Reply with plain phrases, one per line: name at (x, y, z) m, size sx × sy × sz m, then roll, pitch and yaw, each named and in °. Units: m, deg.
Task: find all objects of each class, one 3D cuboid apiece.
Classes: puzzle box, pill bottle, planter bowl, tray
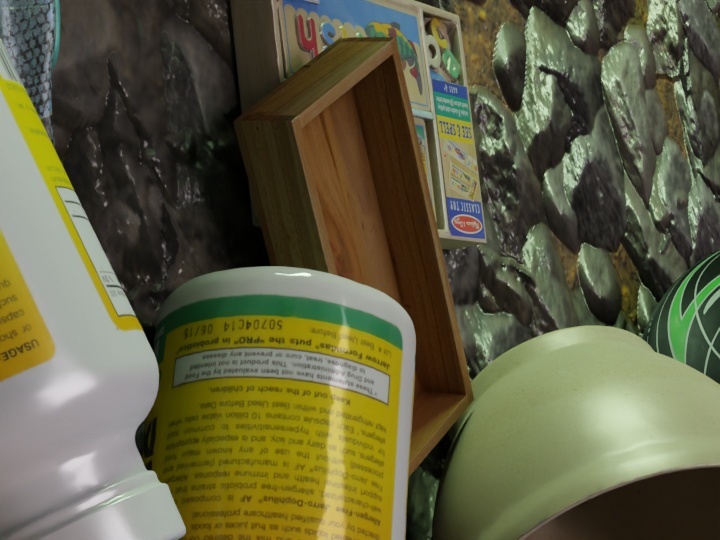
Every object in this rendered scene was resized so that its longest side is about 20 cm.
puzzle box at (0.002, -0.081, 1.017) m, size 0.200 × 0.025 × 0.133 m, roll 4°, pitch 78°, yaw -59°
pill bottle at (-0.132, 0.011, 0.636) m, size 0.104 × 0.104 × 0.200 m, roll -15°, pitch 76°, yaw -60°
pill bottle at (-0.037, 0.109, 0.805) m, size 0.113 × 0.113 × 0.200 m, roll 34°, pitch 53°, yaw -51°
planter bowl at (0.122, 0.116, 1.022) m, size 0.200 × 0.200 × 0.135 m, roll 43°, pitch 18°, yaw -45°
tray at (0.000, 0.000, 0.939) m, size 0.099 × 0.037 × 0.200 m, roll -44°, pitch 128°, yaw -48°

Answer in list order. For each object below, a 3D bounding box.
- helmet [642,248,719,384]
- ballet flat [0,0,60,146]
helmet at (0.270, 0.074, 1.258) m, size 0.200 × 0.191 × 0.200 m, roll 56°, pitch 2°, yaw -4°
ballet flat at (-0.147, -0.065, 0.726) m, size 0.074 × 0.074 × 0.200 m, roll 11°, pitch 69°, yaw -58°
